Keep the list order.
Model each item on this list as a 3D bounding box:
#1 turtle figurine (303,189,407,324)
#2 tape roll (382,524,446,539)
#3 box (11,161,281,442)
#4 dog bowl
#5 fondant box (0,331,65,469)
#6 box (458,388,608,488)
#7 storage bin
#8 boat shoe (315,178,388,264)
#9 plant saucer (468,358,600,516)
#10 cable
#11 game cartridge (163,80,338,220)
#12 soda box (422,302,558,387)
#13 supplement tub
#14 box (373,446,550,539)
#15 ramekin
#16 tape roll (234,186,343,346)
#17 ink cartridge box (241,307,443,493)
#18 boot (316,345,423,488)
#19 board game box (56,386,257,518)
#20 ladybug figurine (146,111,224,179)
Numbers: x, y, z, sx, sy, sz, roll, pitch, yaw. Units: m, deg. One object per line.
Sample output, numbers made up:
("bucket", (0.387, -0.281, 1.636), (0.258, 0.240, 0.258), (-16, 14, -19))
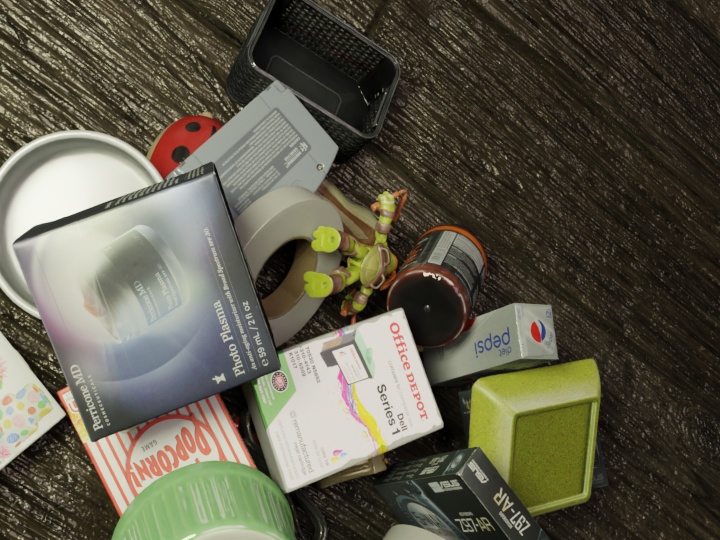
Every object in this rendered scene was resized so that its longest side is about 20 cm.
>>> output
("turtle figurine", (0.000, 0.000, 1.077), (0.064, 0.203, 0.160), (32, 19, 29))
("tape roll", (0.074, 0.405, 0.994), (0.203, 0.202, 0.139), (47, 59, -8))
("box", (-0.201, 0.026, 0.870), (0.194, 0.123, 0.204), (-20, 103, -5))
("dog bowl", (-0.296, -0.043, 0.958), (0.195, 0.079, 0.206), (0, 90, -13))
("fondant box", (-0.417, 0.154, 0.883), (0.200, 0.058, 0.145), (-41, 97, -30))
("box", (0.237, 0.230, 1.220), (0.196, 0.051, 0.162), (-4, 78, -29))
("storage bin", (-0.061, -0.253, 1.176), (0.197, 0.093, 0.138), (29, 64, -17))
("boat shoe", (-0.053, -0.067, 1.138), (0.197, 0.075, 0.075), (30, 66, -17))
("plant saucer", (0.227, 0.226, 1.120), (0.196, 0.048, 0.205), (-6, 105, -28))
("cable", (-0.108, 0.239, 1.045), (0.200, 0.050, 0.098), (48, 53, -20))
("game cartridge", (-0.120, -0.117, 1.052), (0.134, 0.040, 0.200), (46, 61, -5))
("soda box", (0.157, 0.097, 1.128), (0.062, 0.199, 0.070), (4, 73, -31))
("supplement tub", (0.105, 0.009, 1.150), (0.107, 0.106, 0.200), (49, 28, -7))
("box", (0.120, 0.292, 1.051), (0.043, 0.199, 0.161), (-41, 96, -32))
("ramekin", (-0.150, 0.307, 0.904), (0.195, 0.098, 0.205), (-7, 112, -19))
("tape roll", (-0.098, 0.003, 1.034), (0.037, 0.206, 0.202), (32, 53, 29))
("ink cartridge box", (-0.023, 0.145, 1.013), (0.196, 0.084, 0.148), (-18, 84, -18))
("boot", (0.011, 0.167, 1.103), (0.197, 0.073, 0.159), (-16, 83, -29))
("board game box", (-0.211, 0.183, 0.965), (0.149, 0.046, 0.203), (-29, 90, -10))
("ladybug figurine", (-0.194, -0.101, 1.071), (0.133, 0.072, 0.205), (10, 71, -25))
